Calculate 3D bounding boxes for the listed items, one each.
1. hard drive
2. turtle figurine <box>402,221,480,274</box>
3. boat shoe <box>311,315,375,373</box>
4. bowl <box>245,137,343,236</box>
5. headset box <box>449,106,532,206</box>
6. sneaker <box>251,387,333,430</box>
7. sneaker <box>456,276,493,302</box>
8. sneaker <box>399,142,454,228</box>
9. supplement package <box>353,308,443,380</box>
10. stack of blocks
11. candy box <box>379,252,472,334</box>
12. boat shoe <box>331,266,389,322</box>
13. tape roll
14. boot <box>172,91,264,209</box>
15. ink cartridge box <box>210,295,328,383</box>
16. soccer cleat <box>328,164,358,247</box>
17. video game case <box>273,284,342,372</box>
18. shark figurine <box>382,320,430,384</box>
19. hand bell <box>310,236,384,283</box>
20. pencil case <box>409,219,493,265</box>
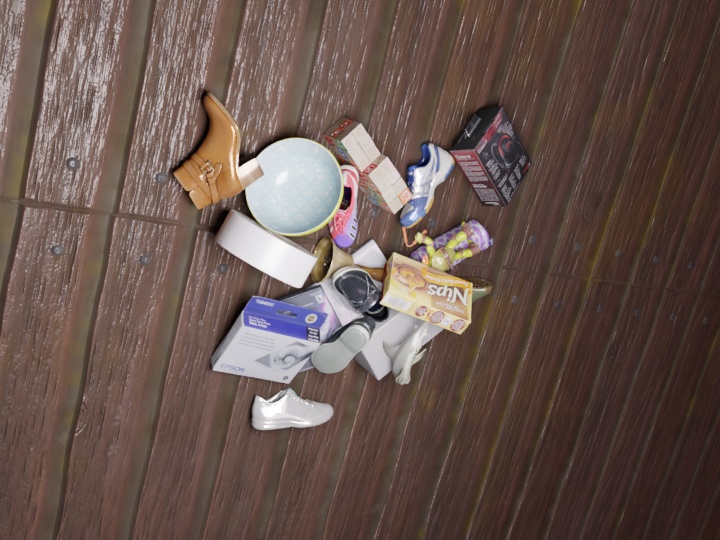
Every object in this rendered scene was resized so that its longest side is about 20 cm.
[{"bbox_3d":[-0.017,0.041,1.818,0.200,0.025,0.132,-38,106,-13],"label":"hard drive"},{"bbox_3d":[0.188,-0.042,1.817,0.161,0.064,0.200,-33,107,-14],"label":"turtle figurine"},{"bbox_3d":[-0.034,0.163,1.747,0.076,0.200,0.060,49,43,-7],"label":"boat shoe"},{"bbox_3d":[-0.124,-0.159,1.634,0.200,0.200,0.108,-56,167,-1],"label":"bowl"},{"bbox_3d":[0.301,-0.270,1.855,0.200,0.075,0.149,52,60,-34],"label":"headset box"},{"bbox_3d":[-0.152,0.311,1.837,0.199,0.075,0.089,-2,97,-29],"label":"sneaker"},{"bbox_3d":[0.231,0.069,1.977,0.200,0.067,0.090,-2,117,-30],"label":"sneaker"},{"bbox_3d":[0.129,-0.195,1.815,0.088,0.075,0.200,32,81,-27],"label":"sneaker"},{"bbox_3d":[0.068,0.132,1.864,0.200,0.120,0.121,-36,123,-14],"label":"supplement package"},{"bbox_3d":[0.017,-0.223,1.703,0.059,0.115,0.200,-43,123,-10],"label":"stack of blocks"},{"bbox_3d":[0.146,0.050,1.754,0.199,0.116,0.055,22,137,-13],"label":"candy box"},{"bbox_3d":[0.006,0.053,1.735,0.075,0.062,0.200,-37,139,7],"label":"boat shoe"},{"bbox_3d":[-0.187,-0.043,1.598,0.202,0.202,0.071,29,92,-35],"label":"tape roll"},{"bbox_3d":[-0.296,-0.228,1.547,0.154,0.074,0.200,-29,106,-3],"label":"boot"},{"bbox_3d":[-0.191,0.154,1.722,0.199,0.041,0.200,15,124,-33],"label":"ink cartridge box"},{"bbox_3d":[-0.038,-0.124,1.708,0.068,0.073,0.200,7,126,3],"label":"soccer cleat"},{"bbox_3d":[-0.113,0.132,1.778,0.142,0.019,0.200,-19,121,12],"label":"video game case"},{"bbox_3d":[0.098,0.162,1.778,0.128,0.089,0.215,-11,129,-64],"label":"shark figurine"},{"bbox_3d":[0.000,0.000,1.772,0.199,0.104,0.104,16,100,-28],"label":"hand bell"},{"bbox_3d":[0.214,-0.047,1.911,0.200,0.084,0.086,-26,140,-19],"label":"pencil case"}]
